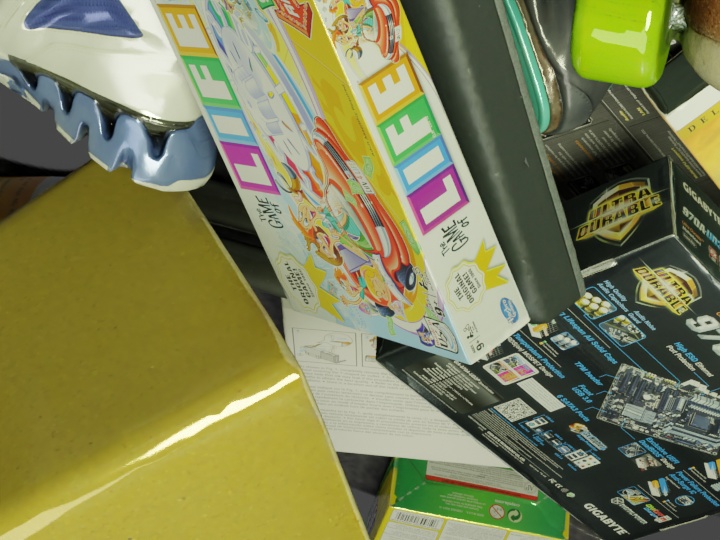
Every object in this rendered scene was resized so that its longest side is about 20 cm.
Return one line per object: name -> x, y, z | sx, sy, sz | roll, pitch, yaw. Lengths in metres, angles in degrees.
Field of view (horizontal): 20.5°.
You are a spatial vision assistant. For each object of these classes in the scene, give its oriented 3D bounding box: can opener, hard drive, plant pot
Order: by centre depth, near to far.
hard drive -> 0.012, -0.082, 0.798 | 0.139, 0.033, 0.201 | 24, 141, 50
plant pot -> -0.125, 0.096, 0.893 | 0.199, 0.196, 0.195 | -27, 133, -8
can opener -> 0.000, 0.000, 0.999 | 0.199, 0.054, 0.067 | 15, 179, 21

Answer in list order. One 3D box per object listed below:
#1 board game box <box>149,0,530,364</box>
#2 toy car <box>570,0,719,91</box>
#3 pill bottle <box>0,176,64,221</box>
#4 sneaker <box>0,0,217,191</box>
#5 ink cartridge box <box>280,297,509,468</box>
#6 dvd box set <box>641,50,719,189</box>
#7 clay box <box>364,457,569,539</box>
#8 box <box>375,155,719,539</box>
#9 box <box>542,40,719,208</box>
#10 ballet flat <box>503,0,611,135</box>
board game box -> -0.019, -0.066, 0.775 | 0.134, 0.034, 0.201 | 15, 134, 57
toy car -> 0.173, -0.161, 0.686 | 0.163, 0.158, 0.201 | 11, 112, 12
pill bottle -> -0.202, 0.006, 1.029 | 0.198, 0.110, 0.110 | 0, 145, 11
sneaker -> -0.129, -0.132, 0.855 | 0.199, 0.081, 0.116 | 29, 117, -1
ink cartridge box -> 0.057, 0.048, 1.093 | 0.198, 0.045, 0.177 | 5, 146, 3
dvd box set -> 0.229, -0.060, 0.865 | 0.146, 0.029, 0.200 | -37, 131, 10
clay box -> 0.055, 0.189, 1.293 | 0.114, 0.048, 0.200 | 12, 146, -6
box -> 0.127, 0.046, 0.910 | 0.158, 0.046, 0.200 | -24, 134, 32
box -> 0.120, -0.066, 0.914 | 0.158, 0.049, 0.200 | -17, 138, 33
ballet flat -> 0.056, -0.151, 0.778 | 0.073, 0.073, 0.201 | -14, 111, 29
